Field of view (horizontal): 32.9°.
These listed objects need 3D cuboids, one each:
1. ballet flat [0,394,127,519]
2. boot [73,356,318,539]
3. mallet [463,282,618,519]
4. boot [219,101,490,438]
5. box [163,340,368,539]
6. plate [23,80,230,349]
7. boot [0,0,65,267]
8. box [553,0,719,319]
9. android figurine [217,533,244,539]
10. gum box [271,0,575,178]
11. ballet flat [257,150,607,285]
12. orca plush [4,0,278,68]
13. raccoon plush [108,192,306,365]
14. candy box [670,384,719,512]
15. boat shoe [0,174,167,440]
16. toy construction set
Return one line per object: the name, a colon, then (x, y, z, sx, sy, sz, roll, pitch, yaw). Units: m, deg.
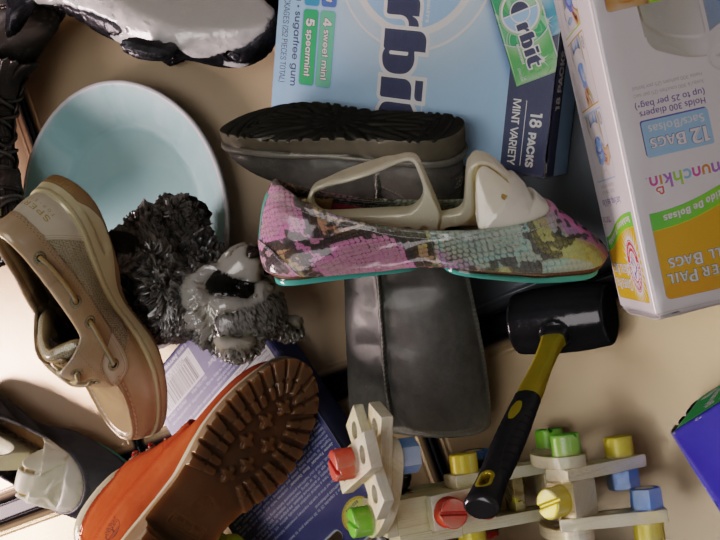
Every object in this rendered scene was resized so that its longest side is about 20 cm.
ballet flat: (-0.262, 0.152, 0.963, 0.198, 0.073, 0.074, 24, 108, 25)
boot: (-0.114, 0.129, 0.810, 0.200, 0.075, 0.107, -49, 33, -9)
mallet: (0.087, 0.068, 0.685, 0.065, 0.200, 0.042, -4, 118, 35)
boot: (-0.002, 0.001, 0.776, 0.180, 0.073, 0.203, 11, 122, 29)
box: (-0.065, 0.123, 0.857, 0.121, 0.032, 0.201, -47, 66, 26)
plate: (-0.173, -0.040, 0.911, 0.198, 0.025, 0.204, 4, 98, 30)
boot: (-0.269, -0.093, 0.918, 0.199, 0.069, 0.177, -31, 68, 39)
box: (0.177, -0.086, 0.641, 0.111, 0.101, 0.203, -12, 91, 2)
android figurine: (-0.100, 0.246, 0.854, 0.199, 0.041, 0.185, -21, 84, 57)
gum box: (0.040, -0.158, 0.763, 0.198, 0.044, 0.173, 11, 103, 29)
ballet flat: (0.040, -0.030, 0.677, 0.197, 0.069, 0.072, -1, 108, 2)
orca plush: (-0.150, -0.163, 0.853, 0.197, 0.106, 0.072, 0, 141, 4)
raccoon plush: (-0.114, 0.041, 0.837, 0.134, 0.096, 0.201, 46, 145, 15)
candy box: (0.293, 0.097, 0.634, 0.199, 0.077, 0.170, -38, 79, 27)
boat shoe: (-0.179, 0.039, 0.775, 0.071, 0.065, 0.202, 19, 136, 33)
toy construction set: (0.068, 0.133, 0.718, 0.131, 0.197, 0.094, 165, 113, -71)
